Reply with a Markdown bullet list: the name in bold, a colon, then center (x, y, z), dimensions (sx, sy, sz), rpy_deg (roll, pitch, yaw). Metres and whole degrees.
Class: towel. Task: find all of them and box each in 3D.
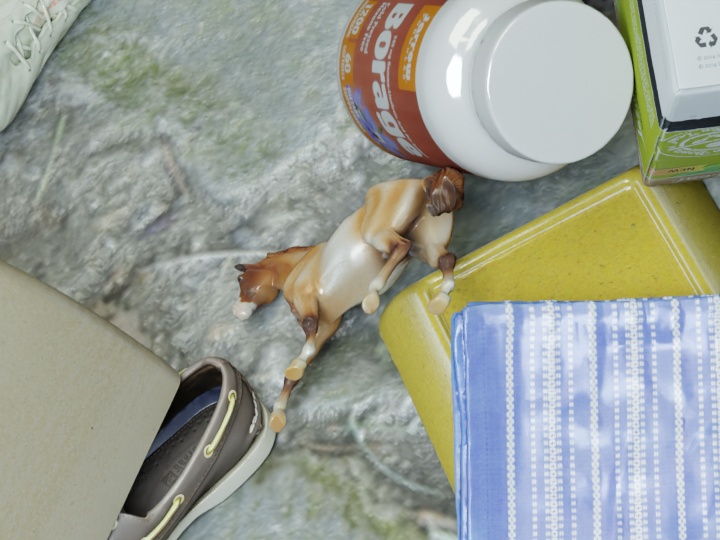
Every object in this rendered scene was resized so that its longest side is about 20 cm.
- **towel**: center (0.144, 0.082, 1.306), dimensions (0.199, 0.024, 0.146), rpy_deg (-3, 76, 10)

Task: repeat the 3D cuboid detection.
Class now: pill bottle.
- **pill bottle**: center (0.069, -0.108, 1.424), dimensions (0.112, 0.112, 0.200), rpy_deg (-43, 18, -11)

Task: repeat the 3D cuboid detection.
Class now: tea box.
- **tea box**: center (0.237, -0.139, 1.320), dimensions (0.199, 0.197, 0.135), rpy_deg (-8, 79, 1)

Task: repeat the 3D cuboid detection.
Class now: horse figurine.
- **horse figurine**: center (0.000, 0.000, 1.427), dimensions (0.200, 0.050, 0.133), rpy_deg (-40, 25, 32)

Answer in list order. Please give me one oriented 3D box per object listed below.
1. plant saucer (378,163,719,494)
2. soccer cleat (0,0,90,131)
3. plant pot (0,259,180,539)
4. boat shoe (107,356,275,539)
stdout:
- **plant saucer**: center (0.119, 0.036, 1.387), dimensions (0.199, 0.049, 0.200), rpy_deg (-28, 48, 3)
- **soccer cleat**: center (-0.211, -0.173, 1.686), dimensions (0.077, 0.069, 0.201), rpy_deg (-2, 51, 19)
- **plant pot**: center (-0.250, 0.083, 1.370), dimensions (0.199, 0.177, 0.201), rpy_deg (0, 54, 37)
- **boat shoe**: center (-0.129, 0.132, 1.417), dimensions (0.200, 0.060, 0.072), rpy_deg (-46, 50, -13)
